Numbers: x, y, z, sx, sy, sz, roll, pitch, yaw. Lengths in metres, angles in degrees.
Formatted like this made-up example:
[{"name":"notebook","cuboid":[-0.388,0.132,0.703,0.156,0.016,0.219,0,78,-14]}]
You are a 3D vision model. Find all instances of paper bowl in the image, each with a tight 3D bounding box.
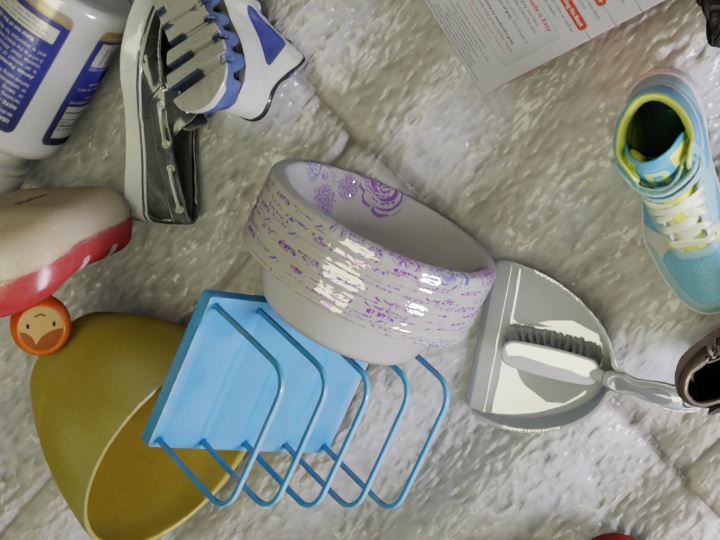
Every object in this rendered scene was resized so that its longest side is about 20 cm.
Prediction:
[{"name":"paper bowl","cuboid":[0.000,0.000,1.489,0.200,0.201,0.105,30,108,10]}]

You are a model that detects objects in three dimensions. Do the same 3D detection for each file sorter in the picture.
[{"name":"file sorter","cuboid":[-0.046,0.112,1.509,0.123,0.199,0.140,40,113,42]}]

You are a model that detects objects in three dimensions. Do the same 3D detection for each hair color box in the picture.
[{"name":"hair color box","cuboid":[0.152,-0.230,1.433,0.199,0.064,0.111,-24,105,38]}]

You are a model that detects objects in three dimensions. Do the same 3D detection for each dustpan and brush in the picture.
[{"name":"dustpan and brush","cuboid":[0.184,0.080,1.519,0.199,0.057,0.141,13,104,15]}]

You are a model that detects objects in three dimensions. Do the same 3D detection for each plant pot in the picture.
[{"name":"plant pot","cuboid":[-0.201,0.116,1.599,0.142,0.199,0.201,38,110,29]}]

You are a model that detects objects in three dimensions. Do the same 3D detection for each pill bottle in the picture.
[{"name":"pill bottle","cuboid":[-0.290,-0.165,1.595,0.119,0.120,0.201,37,108,8]}]

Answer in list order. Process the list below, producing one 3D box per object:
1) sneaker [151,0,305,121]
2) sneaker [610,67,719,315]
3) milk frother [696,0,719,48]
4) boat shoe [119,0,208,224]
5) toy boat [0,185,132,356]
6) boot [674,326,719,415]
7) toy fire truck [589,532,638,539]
[{"name":"sneaker","cuboid":[-0.110,-0.204,1.552,0.080,0.115,0.201,-23,63,30]},{"name":"sneaker","cuboid":[0.242,-0.052,1.439,0.079,0.131,0.201,-16,95,19]},{"name":"milk frother","cuboid":[0.360,-0.248,1.377,0.187,0.181,0.201,23,149,13]},{"name":"boat shoe","cuboid":[-0.162,-0.136,1.585,0.067,0.072,0.202,7,105,18]},{"name":"toy boat","cuboid":[-0.270,0.007,1.544,0.129,0.200,0.132,-1,102,19]},{"name":"boot","cuboid":[0.330,0.044,1.420,0.200,0.146,0.070,-38,86,20]},{"name":"toy fire truck","cuboid":[0.182,0.325,1.551,0.199,0.112,0.169,-14,114,21]}]
